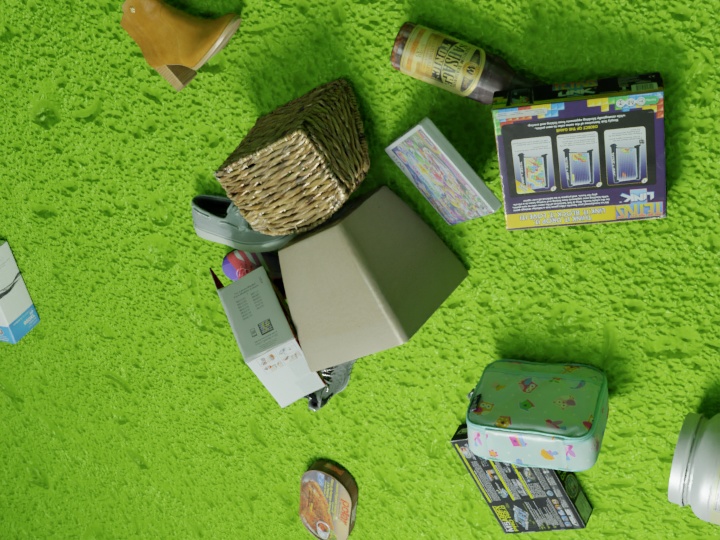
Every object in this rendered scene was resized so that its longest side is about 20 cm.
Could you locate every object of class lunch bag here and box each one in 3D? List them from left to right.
[{"bbox_3d":[0.250,0.198,1.456,0.197,0.161,0.078,4,130,24],"label":"lunch bag"}]

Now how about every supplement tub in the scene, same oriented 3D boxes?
[{"bbox_3d":[0.516,0.271,1.333,0.197,0.145,0.147,13,129,27],"label":"supplement tub"}]

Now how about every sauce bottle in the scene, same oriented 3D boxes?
[{"bbox_3d":[0.135,-0.248,1.264,0.197,0.066,0.067,22,132,14],"label":"sauce bottle"}]

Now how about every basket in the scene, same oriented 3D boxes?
[{"bbox_3d":[-0.077,-0.151,1.433,0.198,0.150,0.143,-19,117,40],"label":"basket"}]

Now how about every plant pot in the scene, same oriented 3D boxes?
[{"bbox_3d":[0.000,0.000,1.456,0.198,0.200,0.179,-22,104,42],"label":"plant pot"}]

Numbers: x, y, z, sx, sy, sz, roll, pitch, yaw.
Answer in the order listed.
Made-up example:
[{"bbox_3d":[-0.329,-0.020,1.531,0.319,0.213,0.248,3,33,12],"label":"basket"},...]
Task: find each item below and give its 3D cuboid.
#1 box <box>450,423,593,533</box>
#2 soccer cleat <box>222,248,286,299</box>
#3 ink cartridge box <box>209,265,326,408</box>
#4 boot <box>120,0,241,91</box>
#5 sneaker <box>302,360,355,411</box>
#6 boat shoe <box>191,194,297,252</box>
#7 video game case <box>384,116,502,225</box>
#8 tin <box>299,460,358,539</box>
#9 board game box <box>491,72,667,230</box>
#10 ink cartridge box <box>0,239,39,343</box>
[{"bbox_3d":[0.256,0.326,1.625,0.159,0.044,0.202,-17,111,42],"label":"box"},{"bbox_3d":[-0.153,0.008,1.646,0.197,0.073,0.069,8,127,29],"label":"soccer cleat"},{"bbox_3d":[-0.141,0.087,1.561,0.177,0.083,0.201,64,179,28],"label":"ink cartridge box"},{"bbox_3d":[-0.265,-0.353,1.453,0.144,0.071,0.200,49,140,-11],"label":"boot"},{"bbox_3d":[-0.052,0.156,1.657,0.074,0.116,0.202,24,133,16],"label":"sneaker"},{"bbox_3d":[-0.191,-0.081,1.608,0.198,0.070,0.072,11,131,31],"label":"boat shoe"},{"bbox_3d":[0.103,-0.124,1.332,0.143,0.018,0.200,48,171,-6],"label":"video game case"},{"bbox_3d":[-0.059,0.440,1.932,0.111,0.042,0.202,26,133,22],"label":"tin"},{"bbox_3d":[0.264,-0.139,1.222,0.196,0.057,0.168,-3,123,13],"label":"board game box"},{"bbox_3d":[-0.758,0.035,2.073,0.142,0.084,0.203,9,127,28],"label":"ink cartridge box"}]
